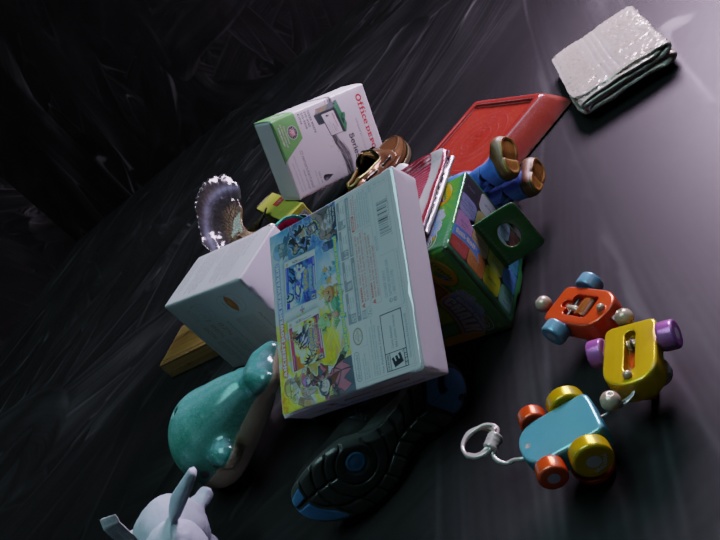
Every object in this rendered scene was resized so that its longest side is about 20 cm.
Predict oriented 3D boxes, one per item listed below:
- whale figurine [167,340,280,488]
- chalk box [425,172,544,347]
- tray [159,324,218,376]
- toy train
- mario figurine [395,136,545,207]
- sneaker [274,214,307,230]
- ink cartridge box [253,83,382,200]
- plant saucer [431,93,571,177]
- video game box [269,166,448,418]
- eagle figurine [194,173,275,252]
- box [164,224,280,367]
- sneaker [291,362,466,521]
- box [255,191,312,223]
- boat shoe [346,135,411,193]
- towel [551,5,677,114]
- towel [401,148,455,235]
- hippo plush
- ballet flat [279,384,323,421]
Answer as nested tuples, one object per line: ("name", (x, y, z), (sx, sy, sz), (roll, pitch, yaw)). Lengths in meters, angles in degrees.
("whale figurine", (-0.163, 0.166, 0.834), (0.201, 0.103, 0.160), (-56, 17, 29))
("chalk box", (0.093, -0.006, 0.740), (0.199, 0.125, 0.124), (-24, 30, 39))
("tray", (-0.261, 0.110, 1.206), (0.199, 0.037, 0.099), (-27, 29, 35))
("toy train", (0.174, 0.091, 0.553), (0.200, 0.056, 0.150), (-51, 24, -21))
("mario figurine", (0.117, -0.101, 0.837), (0.199, 0.124, 0.106), (-25, 12, 43))
("sneaker", (-0.095, -0.029, 1.068), (0.084, 0.121, 0.200), (-51, 25, -17))
("ink cartridge box", (-0.069, -0.233, 1.248), (0.199, 0.147, 0.084), (-30, 20, -24))
("plant saucer", (0.174, -0.184, 1.004), (0.200, 0.037, 0.200), (-49, 24, -11))
("video game box", (-0.011, 0.028, 0.681), (0.181, 0.047, 0.202), (-24, 63, 35))
("eagle figurine", (-0.202, -0.053, 1.190), (0.200, 0.150, 0.153), (51, 138, 44))
("box", (-0.158, 0.044, 1.011), (0.199, 0.152, 0.107), (-17, 35, 43))
("sneaker", (0.015, 0.161, 0.675), (0.200, 0.073, 0.082), (-38, 15, -9))
("box", (-0.132, -0.097, 1.291), (0.050, 0.075, 0.200), (-46, 23, -7))
("boat shoe", (0.031, -0.180, 1.175), (0.072, 0.068, 0.201), (-27, 29, 36))
("towel", (0.331, -0.281, 0.921), (0.132, 0.035, 0.201), (-31, 27, 24))
("towel", (0.009, -0.054, 0.774), (0.199, 0.023, 0.145), (-24, 31, 38))
("hippo plush", (-0.196, 0.290, 0.661), (0.158, 0.201, 0.161), (-27, 12, -17))
("ballet flat", (-0.005, 0.097, 0.810), (0.200, 0.073, 0.073), (-45, 24, -16))
